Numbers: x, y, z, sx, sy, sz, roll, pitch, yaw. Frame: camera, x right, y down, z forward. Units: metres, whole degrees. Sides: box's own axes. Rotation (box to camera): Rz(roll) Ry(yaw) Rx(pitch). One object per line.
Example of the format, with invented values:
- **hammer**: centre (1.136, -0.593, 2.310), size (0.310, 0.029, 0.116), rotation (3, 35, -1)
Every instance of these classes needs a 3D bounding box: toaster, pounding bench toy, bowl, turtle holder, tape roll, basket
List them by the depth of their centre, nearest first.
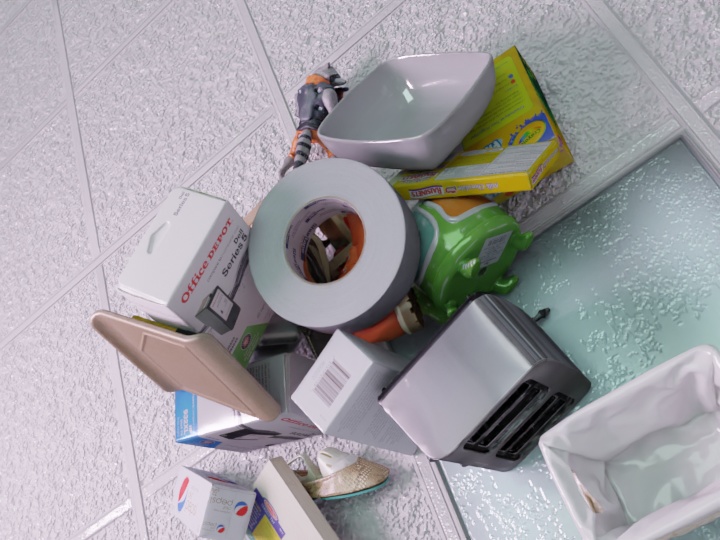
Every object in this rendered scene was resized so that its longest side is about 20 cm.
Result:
- **basket**: centre (0.304, 0.186, 0.759), size (0.199, 0.123, 0.136), rotation (-36, 55, 20)
- **toaster**: centre (0.148, 0.127, 0.864), size (0.200, 0.180, 0.119), rotation (-49, 54, 10)
- **tape roll**: centre (-0.031, -0.028, 0.913), size (0.198, 0.066, 0.202), rotation (-5, 77, 20)
- **turtle holder**: centre (0.124, -0.019, 0.974), size (0.141, 0.186, 0.132), rotation (-36, 60, -13)
- **bowl**: centre (0.067, -0.198, 0.994), size (0.199, 0.075, 0.200), rotation (10, 48, 41)
- **pounding bench toy**: centre (-0.053, -0.052, 1.128), size (0.124, 0.200, 0.156), rotation (-40, 85, 18)

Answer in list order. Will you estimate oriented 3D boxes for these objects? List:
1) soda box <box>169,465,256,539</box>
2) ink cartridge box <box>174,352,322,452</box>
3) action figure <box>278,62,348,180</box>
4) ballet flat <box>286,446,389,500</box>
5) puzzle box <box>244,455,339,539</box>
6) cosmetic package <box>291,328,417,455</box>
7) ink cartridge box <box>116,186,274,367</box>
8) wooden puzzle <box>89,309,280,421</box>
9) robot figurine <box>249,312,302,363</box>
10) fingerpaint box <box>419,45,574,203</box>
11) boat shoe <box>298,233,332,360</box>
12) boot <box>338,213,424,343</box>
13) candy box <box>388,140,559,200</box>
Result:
- **soda box**: centre (-0.209, 0.319, 1.059), size (0.200, 0.063, 0.069), rotation (-16, 58, 65)
- **ink cartridge box**: centre (-0.136, 0.189, 1.063), size (0.199, 0.145, 0.085), rotation (-19, 62, 28)
- **action figure**: centre (-0.049, -0.235, 1.208), size (0.198, 0.104, 0.196), rotation (-4, 75, 34)
- **ballet flat**: centre (-0.055, 0.271, 1.015), size (0.199, 0.070, 0.066), rotation (-22, 89, 26)
- **puzzle box**: centre (-0.083, 0.357, 0.984), size (0.200, 0.025, 0.134), rotation (49, 124, 28)
- **cosmetic package**: centre (0.021, 0.152, 0.929), size (0.071, 0.200, 0.102), rotation (38, 95, 39)
- **ink cartridge box**: centre (-0.185, 0.015, 0.949), size (0.083, 0.200, 0.146), rotation (16, 69, 27)
- **wooden puzzle**: centre (-0.211, 0.112, 0.943), size (0.198, 0.185, 0.037), rotation (6, 56, 34)
- **robot figurine**: centre (-0.153, 0.060, 1.118), size (0.200, 0.112, 0.171), rotation (53, 133, 48)
- **fingerpaint box**: centre (0.163, -0.175, 1.044), size (0.199, 0.073, 0.168), rotation (-30, 55, 23)
- **boat shoe**: centre (-0.063, 0.049, 1.002), size (0.073, 0.065, 0.202), rotation (-21, 88, 24)
- **boot**: centre (0.000, 0.000, 0.967), size (0.106, 0.075, 0.202), rotation (-24, 62, 14)
- **candy box**: centre (0.133, -0.121, 0.942), size (0.199, 0.027, 0.102), rotation (-1, 31, 36)
